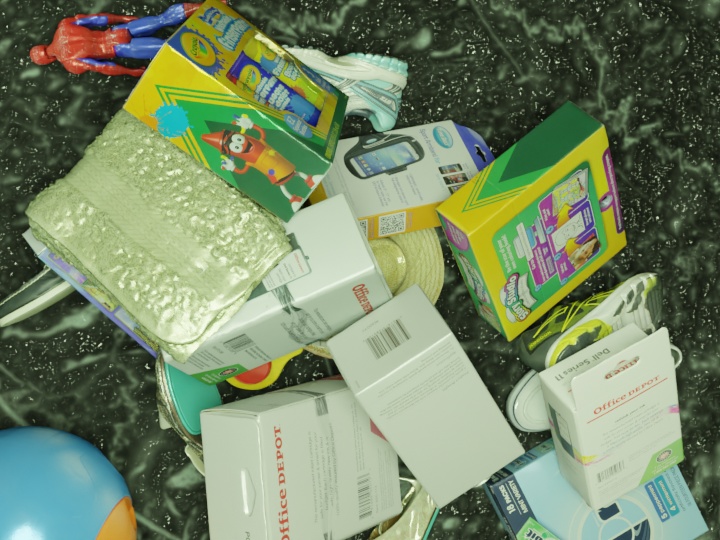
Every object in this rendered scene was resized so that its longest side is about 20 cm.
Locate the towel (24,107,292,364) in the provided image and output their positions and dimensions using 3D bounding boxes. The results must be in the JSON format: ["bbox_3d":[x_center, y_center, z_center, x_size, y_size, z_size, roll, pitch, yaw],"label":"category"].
[{"bbox_3d":[-0.170,-0.035,0.861,0.200,0.036,0.148,39,81,12],"label":"towel"}]

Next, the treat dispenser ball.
[{"bbox_3d":[-0.308,0.244,0.941,0.201,0.201,0.201,0,91,-11],"label":"treat dispenser ball"}]

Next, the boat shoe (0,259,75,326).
[{"bbox_3d":[-0.279,-0.022,1.004,0.199,0.075,0.066,-35,95,-9],"label":"boat shoe"}]

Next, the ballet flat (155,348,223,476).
[{"bbox_3d":[-0.159,0.165,1.035,0.200,0.075,0.068,55,41,-8],"label":"ballet flat"}]

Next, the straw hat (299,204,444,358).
[{"bbox_3d":[0.000,0.000,1.053,0.201,0.085,0.201,0,92,-11],"label":"straw hat"}]

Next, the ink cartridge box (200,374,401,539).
[{"bbox_3d":[-0.054,0.187,0.995,0.200,0.083,0.147,-7,94,-51],"label":"ink cartridge box"}]

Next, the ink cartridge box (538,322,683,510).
[{"bbox_3d":[0.250,0.134,1.023,0.117,0.067,0.200,-27,129,-10],"label":"ink cartridge box"}]

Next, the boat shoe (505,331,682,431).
[{"bbox_3d":[0.254,0.117,1.114,0.200,0.067,0.074,-27,96,-9],"label":"boat shoe"}]

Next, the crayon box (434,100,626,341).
[{"bbox_3d":[0.179,-0.044,1.042,0.173,0.058,0.200,-38,141,-7],"label":"crayon box"}]

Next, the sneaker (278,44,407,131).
[{"bbox_3d":[-0.049,-0.182,1.045,0.200,0.078,0.086,2,94,-11],"label":"sneaker"}]

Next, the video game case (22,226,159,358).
[{"bbox_3d":[-0.188,-0.032,0.979,0.181,0.045,0.200,-45,139,-8],"label":"video game case"}]

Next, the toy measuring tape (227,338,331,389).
[{"bbox_3d":[-0.075,0.094,1.047,0.200,0.074,0.074,12,89,-11],"label":"toy measuring tape"}]

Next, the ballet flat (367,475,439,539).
[{"bbox_3d":[0.068,0.218,1.084,0.062,0.067,0.200,27,86,-1],"label":"ballet flat"}]

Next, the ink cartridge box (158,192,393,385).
[{"bbox_3d":[-0.079,0.022,0.933,0.200,0.147,0.083,-22,73,1],"label":"ink cartridge box"}]

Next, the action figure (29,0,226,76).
[{"bbox_3d":[-0.229,-0.228,1.020,0.200,0.052,0.065,-9,82,-4],"label":"action figure"}]

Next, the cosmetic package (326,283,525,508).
[{"bbox_3d":[0.065,0.124,0.973,0.108,0.085,0.200,-32,131,-1],"label":"cosmetic package"}]

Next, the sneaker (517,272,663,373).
[{"bbox_3d":[0.249,0.051,1.102,0.200,0.085,0.075,-28,118,-33],"label":"sneaker"}]

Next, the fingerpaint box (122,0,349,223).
[{"bbox_3d":[-0.101,-0.152,0.915,0.167,0.200,0.073,35,113,-12],"label":"fingerpaint box"}]

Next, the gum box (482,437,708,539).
[{"bbox_3d":[0.258,0.258,1.130,0.200,0.045,0.170,-28,96,-10],"label":"gum box"}]

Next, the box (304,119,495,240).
[{"bbox_3d":[0.039,-0.092,1.048,0.200,0.041,0.119,-10,49,-12],"label":"box"}]
